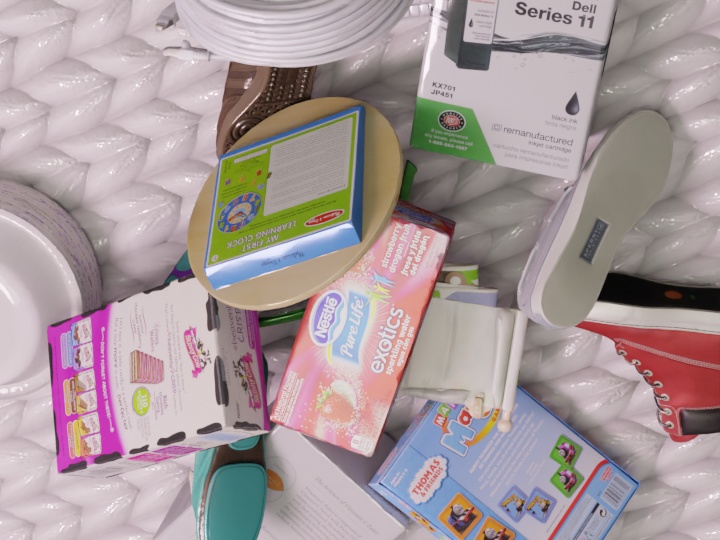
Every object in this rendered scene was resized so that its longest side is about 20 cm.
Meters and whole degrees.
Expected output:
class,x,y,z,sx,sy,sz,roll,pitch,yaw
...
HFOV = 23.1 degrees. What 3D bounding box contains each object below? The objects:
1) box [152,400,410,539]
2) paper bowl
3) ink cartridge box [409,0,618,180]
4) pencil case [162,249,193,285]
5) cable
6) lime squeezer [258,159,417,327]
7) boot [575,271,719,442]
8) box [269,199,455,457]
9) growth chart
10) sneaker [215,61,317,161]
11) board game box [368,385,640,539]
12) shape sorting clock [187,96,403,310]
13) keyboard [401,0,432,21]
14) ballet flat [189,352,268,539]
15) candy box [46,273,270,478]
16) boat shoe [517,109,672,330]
class,x,y,z,sx,sy,sz,roll,pitch,yaw
box,-0.066,0.219,1.625,0.152,0.106,0.200,43,115,-8
paper bowl,-0.343,0.025,1.596,0.200,0.104,0.201,4,115,8
ink cartridge box,0.127,-0.189,1.409,0.146,0.083,0.201,12,121,7
pencil case,-0.106,-0.007,1.542,0.085,0.093,0.200,19,123,-35
cable,-0.052,-0.246,1.370,0.199,0.200,0.069,9,147,16
lime squeezer,0.000,0.000,1.540,0.200,0.038,0.071,-45,123,13
boot,0.242,0.081,1.526,0.199,0.072,0.145,9,116,3
box,0.003,0.040,1.468,0.095,0.100,0.201,20,100,2
growth chart,0.051,0.049,1.523,0.199,0.018,0.145,14,100,3
sneaker,-0.078,-0.174,1.483,0.070,0.076,0.200,-1,141,-29
board game box,0.130,0.190,1.566,0.200,0.037,0.151,39,74,-8
shape sorting clock,-0.053,-0.054,1.413,0.200,0.200,0.039,-22,135,19
keyboard,0.049,-0.236,1.455,0.199,0.011,0.056,-5,112,13
ballet flat,-0.117,0.160,1.531,0.067,0.070,0.201,4,92,-33
candy box,-0.174,0.091,1.494,0.200,0.061,0.137,-18,71,35
boat shoe,0.187,-0.046,1.462,0.070,0.071,0.201,32,82,-24
